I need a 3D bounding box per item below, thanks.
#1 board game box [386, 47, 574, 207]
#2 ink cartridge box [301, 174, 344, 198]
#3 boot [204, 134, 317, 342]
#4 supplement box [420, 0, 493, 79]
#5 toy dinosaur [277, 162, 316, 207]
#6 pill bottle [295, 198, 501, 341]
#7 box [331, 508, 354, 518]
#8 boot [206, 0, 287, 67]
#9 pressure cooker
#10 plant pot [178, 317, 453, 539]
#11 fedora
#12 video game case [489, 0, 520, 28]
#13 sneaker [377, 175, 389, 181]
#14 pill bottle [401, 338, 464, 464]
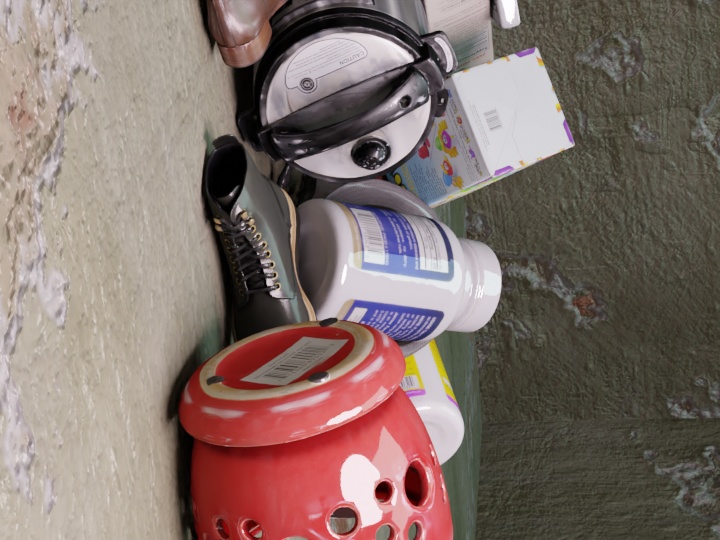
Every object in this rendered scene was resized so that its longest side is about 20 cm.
[{"bbox_3d":[0.106,-0.134,1.411,0.200,0.103,0.105,-21,-90,65],"label":"board game box"},{"bbox_3d":[-0.012,-0.076,1.581,0.060,0.103,0.201,78,14,-45],"label":"ink cartridge box"},{"bbox_3d":[-0.094,-0.001,1.189,0.138,0.077,0.201,58,18,-64],"label":"boot"},{"bbox_3d":[0.073,-0.293,1.424,0.126,0.073,0.200,61,-7,28],"label":"supplement box"},{"bbox_3d":[-0.065,-0.082,1.430,0.200,0.047,0.089,-59,163,-72],"label":"toy dinosaur"},{"bbox_3d":[0.029,0.005,1.319,0.199,0.119,0.121,9,75,-35],"label":"pill bottle"},{"bbox_3d":[-0.048,0.160,1.409,0.200,0.074,0.101,73,17,-53],"label":"box"},{"bbox_3d":[-0.109,-0.302,1.178,0.201,0.064,0.187,72,15,-45],"label":"boot"},{"bbox_3d":[-0.012,-0.181,1.299,0.201,0.178,0.176,-95,-153,-52],"label":"pressure cooker"},{"bbox_3d":[-0.041,0.147,1.091,0.201,0.199,0.184,-68,146,-68],"label":"plant pot"},{"bbox_3d":[0.000,0.000,1.426,0.090,0.199,0.178,10,-103,60],"label":"fedora"},{"bbox_3d":[0.115,-0.361,1.422,0.182,0.023,0.201,-112,-172,-66],"label":"video game case"},{"bbox_3d":[0.049,-0.138,1.550,0.077,0.073,0.201,118,-18,-63],"label":"sneaker"},{"bbox_3d":[0.037,0.111,1.493,0.201,0.104,0.105,-107,-175,-49],"label":"pill bottle"}]
